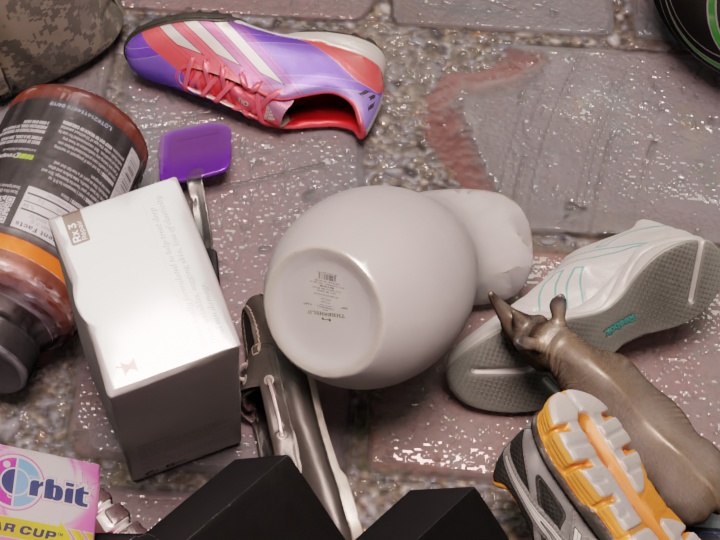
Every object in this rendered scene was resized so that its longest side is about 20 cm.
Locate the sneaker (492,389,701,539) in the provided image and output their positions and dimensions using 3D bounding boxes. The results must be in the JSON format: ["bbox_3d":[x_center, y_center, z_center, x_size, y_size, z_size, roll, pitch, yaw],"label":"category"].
[{"bbox_3d":[0.148,0.170,0.872,0.078,0.077,0.201,-10,68,-48],"label":"sneaker"}]

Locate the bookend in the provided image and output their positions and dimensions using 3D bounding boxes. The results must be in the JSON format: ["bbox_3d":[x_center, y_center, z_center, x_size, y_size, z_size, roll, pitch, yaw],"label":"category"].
[{"bbox_3d":[-0.014,0.169,0.829,0.198,0.092,0.201,-38,100,-27],"label":"bookend"}]

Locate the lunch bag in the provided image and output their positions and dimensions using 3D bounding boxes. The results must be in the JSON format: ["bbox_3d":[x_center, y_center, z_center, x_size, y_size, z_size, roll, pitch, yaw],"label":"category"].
[{"bbox_3d":[-0.266,-0.225,1.092,0.166,0.200,0.140,-15,60,-8],"label":"lunch bag"}]

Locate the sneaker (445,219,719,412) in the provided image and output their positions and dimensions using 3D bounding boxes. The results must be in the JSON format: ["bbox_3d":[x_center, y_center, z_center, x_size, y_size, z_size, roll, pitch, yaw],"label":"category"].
[{"bbox_3d":[0.144,0.030,1.015,0.199,0.071,0.080,-27,26,-6],"label":"sneaker"}]

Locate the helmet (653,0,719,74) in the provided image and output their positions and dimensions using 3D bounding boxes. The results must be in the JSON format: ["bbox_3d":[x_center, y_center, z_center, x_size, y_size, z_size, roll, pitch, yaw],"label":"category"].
[{"bbox_3d":[0.314,-0.229,1.116,0.199,0.191,0.201,-24,33,17],"label":"helmet"}]

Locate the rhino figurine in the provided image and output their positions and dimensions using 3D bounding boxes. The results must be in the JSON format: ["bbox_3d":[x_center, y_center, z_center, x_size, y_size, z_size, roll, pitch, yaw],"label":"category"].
[{"bbox_3d":[0.152,0.082,0.929,0.060,0.087,0.200,-43,86,-9],"label":"rhino figurine"}]

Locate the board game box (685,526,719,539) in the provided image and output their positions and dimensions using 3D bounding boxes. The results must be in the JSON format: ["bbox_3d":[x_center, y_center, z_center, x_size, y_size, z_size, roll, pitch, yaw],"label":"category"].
[{"bbox_3d":[0.291,0.227,0.897,0.198,0.035,0.136,3,56,0],"label":"board game box"}]

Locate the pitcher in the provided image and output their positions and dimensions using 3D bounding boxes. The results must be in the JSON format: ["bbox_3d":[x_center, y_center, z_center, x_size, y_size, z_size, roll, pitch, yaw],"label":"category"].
[{"bbox_3d":[0.000,0.000,0.966,0.170,0.122,0.200,5,15,26],"label":"pitcher"}]

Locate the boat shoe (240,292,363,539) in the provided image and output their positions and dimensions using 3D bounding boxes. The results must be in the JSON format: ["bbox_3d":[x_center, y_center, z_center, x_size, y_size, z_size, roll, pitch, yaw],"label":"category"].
[{"bbox_3d":[-0.052,0.102,0.953,0.057,0.067,0.201,-13,61,-16],"label":"boat shoe"}]

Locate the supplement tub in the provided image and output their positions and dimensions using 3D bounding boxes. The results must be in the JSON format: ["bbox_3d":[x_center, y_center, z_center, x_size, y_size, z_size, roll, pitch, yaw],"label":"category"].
[{"bbox_3d":[-0.221,-0.020,1.006,0.106,0.107,0.201,13,57,7],"label":"supplement tub"}]

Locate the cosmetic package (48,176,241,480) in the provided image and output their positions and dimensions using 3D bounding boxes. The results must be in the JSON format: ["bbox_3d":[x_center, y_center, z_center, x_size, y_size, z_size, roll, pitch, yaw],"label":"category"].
[{"bbox_3d":[-0.124,0.042,0.898,0.081,0.200,0.114,-19,73,-13],"label":"cosmetic package"}]

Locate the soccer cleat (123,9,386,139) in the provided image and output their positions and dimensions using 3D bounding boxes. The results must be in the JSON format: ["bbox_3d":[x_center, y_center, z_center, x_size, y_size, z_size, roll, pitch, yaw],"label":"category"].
[{"bbox_3d":[-0.081,-0.143,1.120,0.198,0.068,0.074,6,60,0],"label":"soccer cleat"}]

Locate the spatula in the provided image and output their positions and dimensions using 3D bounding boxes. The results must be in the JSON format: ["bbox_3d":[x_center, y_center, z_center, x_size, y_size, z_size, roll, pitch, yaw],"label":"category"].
[{"bbox_3d":[-0.112,-0.029,1.065,0.056,0.021,0.201,-12,58,5],"label":"spatula"}]

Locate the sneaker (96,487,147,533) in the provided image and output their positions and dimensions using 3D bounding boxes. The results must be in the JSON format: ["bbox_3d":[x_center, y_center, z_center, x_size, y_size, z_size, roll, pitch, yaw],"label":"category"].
[{"bbox_3d":[-0.158,0.206,0.875,0.200,0.076,0.115,38,66,21],"label":"sneaker"}]

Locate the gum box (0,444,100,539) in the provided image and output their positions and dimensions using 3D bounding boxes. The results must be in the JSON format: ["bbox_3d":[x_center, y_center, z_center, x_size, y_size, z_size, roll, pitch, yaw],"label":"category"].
[{"bbox_3d":[-0.207,0.191,0.814,0.066,0.200,0.114,15,52,-23],"label":"gum box"}]
